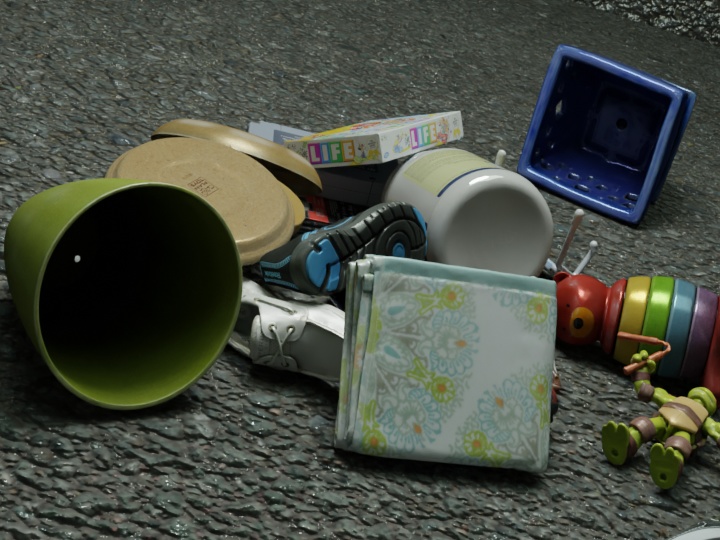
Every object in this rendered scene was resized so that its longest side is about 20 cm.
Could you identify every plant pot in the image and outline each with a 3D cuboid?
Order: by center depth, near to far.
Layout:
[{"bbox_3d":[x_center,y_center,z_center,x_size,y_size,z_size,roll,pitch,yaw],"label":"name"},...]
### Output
[{"bbox_3d":[-0.230,-0.001,1.143,0.185,0.190,0.199,-2,15,-35],"label":"plant pot"},{"bbox_3d":[-0.133,-0.127,1.459,0.197,0.028,0.200,16,-6,2],"label":"plant pot"},{"bbox_3d":[0.366,-0.203,1.912,0.198,0.202,0.179,25,20,21],"label":"plant pot"}]

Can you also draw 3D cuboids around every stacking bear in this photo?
[{"bbox_3d":[0.298,0.056,1.416,0.197,0.123,0.114,12,25,10],"label":"stacking bear"}]

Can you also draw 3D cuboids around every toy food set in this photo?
[{"bbox_3d":[-0.159,-0.065,1.297,0.196,0.049,0.201,23,37,4],"label":"toy food set"}]

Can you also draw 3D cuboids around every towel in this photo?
[{"bbox_3d":[0.076,0.081,1.153,0.197,0.174,0.048,8,-7,-16],"label":"towel"}]

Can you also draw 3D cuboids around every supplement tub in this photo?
[{"bbox_3d":[0.110,-0.055,1.456,0.143,0.147,0.200,7,12,-20],"label":"supplement tub"}]

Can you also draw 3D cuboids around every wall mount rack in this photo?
[{"bbox_3d":[0.207,-0.057,1.557,0.199,0.075,0.174,39,3,21],"label":"wall mount rack"}]

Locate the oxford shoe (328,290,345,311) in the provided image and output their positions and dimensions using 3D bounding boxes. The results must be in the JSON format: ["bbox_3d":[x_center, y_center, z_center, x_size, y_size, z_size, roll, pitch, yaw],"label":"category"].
[{"bbox_3d":[0.000,0.000,1.386,0.073,0.072,0.201,7,25,-13],"label":"oxford shoe"}]

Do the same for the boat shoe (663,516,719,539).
[{"bbox_3d":[0.298,0.233,1.085,0.198,0.070,0.056,5,17,-37],"label":"boat shoe"}]

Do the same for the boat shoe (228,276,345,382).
[{"bbox_3d":[-0.078,0.061,1.209,0.198,0.072,0.069,18,22,28],"label":"boat shoe"}]

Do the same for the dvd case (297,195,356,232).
[{"bbox_3d":[-0.104,-0.090,1.575,0.197,0.022,0.146,12,24,-13],"label":"dvd case"}]

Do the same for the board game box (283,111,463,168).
[{"bbox_3d":[0.019,-0.155,1.574,0.133,0.035,0.199,-2,12,32],"label":"board game box"}]

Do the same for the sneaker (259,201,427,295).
[{"bbox_3d":[-0.012,-0.024,1.280,0.081,0.074,0.199,-1,8,41],"label":"sneaker"}]

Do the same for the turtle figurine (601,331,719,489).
[{"bbox_3d":[0.296,0.143,1.270,0.199,0.065,0.160,39,39,25],"label":"turtle figurine"}]

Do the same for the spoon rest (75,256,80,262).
[{"bbox_3d":[-0.258,-0.038,1.338,0.099,0.061,0.199,28,13,21],"label":"spoon rest"}]

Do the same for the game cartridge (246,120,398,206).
[{"bbox_3d":[-0.047,-0.130,1.630,0.197,0.042,0.134,13,28,-8],"label":"game cartridge"}]

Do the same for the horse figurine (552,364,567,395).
[{"bbox_3d":[0.102,0.065,1.299,0.198,0.050,0.134,6,59,-33],"label":"horse figurine"}]

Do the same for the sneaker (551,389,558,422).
[{"bbox_3d":[0.106,0.072,1.223,0.199,0.099,0.071,27,-9,-12],"label":"sneaker"}]
